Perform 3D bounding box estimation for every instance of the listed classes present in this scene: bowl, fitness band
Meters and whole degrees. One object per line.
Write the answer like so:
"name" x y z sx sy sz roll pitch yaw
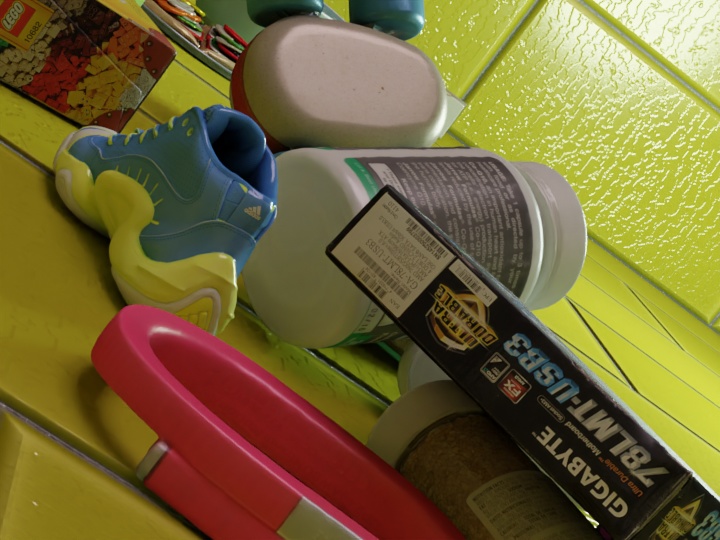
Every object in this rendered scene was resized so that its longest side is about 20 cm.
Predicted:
"bowl" -0.116 -0.302 1.929 0.201 0.105 0.201 36 10 -7
"fitness band" -0.029 0.088 0.675 0.200 0.037 0.144 38 7 -1

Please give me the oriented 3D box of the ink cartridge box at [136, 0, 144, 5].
"ink cartridge box" -0.223 -0.354 1.506 0.148 0.200 0.076 40 10 14

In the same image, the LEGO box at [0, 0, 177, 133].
"LEGO box" -0.229 -0.188 1.088 0.149 0.077 0.200 30 13 -38

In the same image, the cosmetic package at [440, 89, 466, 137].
"cosmetic package" 0.081 -0.314 2.774 0.200 0.073 0.104 37 10 -1

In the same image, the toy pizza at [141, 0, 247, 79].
"toy pizza" -0.168 -0.257 1.754 0.200 0.032 0.200 37 10 -7

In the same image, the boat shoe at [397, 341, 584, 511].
"boat shoe" 0.087 0.092 0.996 0.201 0.070 0.071 32 -5 -33

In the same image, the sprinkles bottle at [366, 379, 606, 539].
"sprinkles bottle" 0.077 0.131 0.737 0.068 0.068 0.200 28 14 -43

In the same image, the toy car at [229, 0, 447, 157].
"toy car" -0.046 -0.119 1.320 0.176 0.185 0.200 3 -17 -29

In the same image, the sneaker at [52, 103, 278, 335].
"sneaker" -0.092 -0.047 0.847 0.076 0.105 0.200 30 13 -39

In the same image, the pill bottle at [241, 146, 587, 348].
"pill bottle" 0.036 -0.017 0.968 0.200 0.113 0.113 -4 37 -42

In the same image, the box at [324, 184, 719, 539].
"box" 0.095 0.064 0.775 0.199 0.050 0.200 47 5 29

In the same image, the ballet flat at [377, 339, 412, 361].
"ballet flat" 0.000 0.000 1.055 0.200 0.072 0.068 34 9 -21

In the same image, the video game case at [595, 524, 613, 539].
"video game case" 0.214 0.220 0.817 0.181 0.036 0.200 32 14 -23
